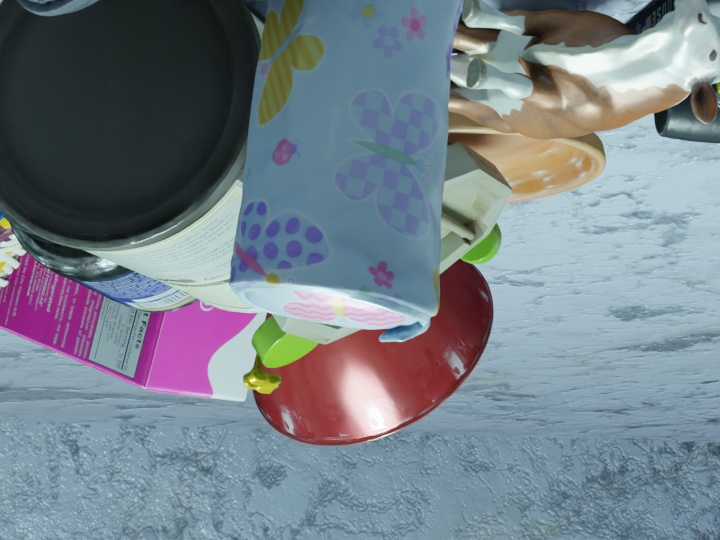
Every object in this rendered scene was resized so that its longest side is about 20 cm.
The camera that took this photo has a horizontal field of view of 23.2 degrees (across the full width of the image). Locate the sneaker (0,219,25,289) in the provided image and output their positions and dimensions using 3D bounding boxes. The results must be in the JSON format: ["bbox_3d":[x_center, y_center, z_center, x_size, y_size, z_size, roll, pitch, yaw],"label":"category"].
[{"bbox_3d":[-0.260,-0.020,1.252,0.199,0.091,0.075,-10,166,42],"label":"sneaker"}]

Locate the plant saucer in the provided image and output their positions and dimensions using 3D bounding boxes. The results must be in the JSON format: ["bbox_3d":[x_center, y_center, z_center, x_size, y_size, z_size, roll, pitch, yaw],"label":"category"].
[{"bbox_3d":[0.055,-0.079,1.113,0.199,0.038,0.200,-1,170,0],"label":"plant saucer"}]

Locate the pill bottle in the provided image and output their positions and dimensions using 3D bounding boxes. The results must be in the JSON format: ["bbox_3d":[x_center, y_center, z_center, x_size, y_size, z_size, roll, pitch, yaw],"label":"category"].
[{"bbox_3d":[-0.152,-0.043,1.087,0.111,0.113,0.200,-3,169,11],"label":"pill bottle"}]

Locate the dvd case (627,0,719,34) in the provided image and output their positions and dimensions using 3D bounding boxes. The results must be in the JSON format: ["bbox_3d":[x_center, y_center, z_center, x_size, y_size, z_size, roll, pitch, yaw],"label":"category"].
[{"bbox_3d":[0.218,-0.121,0.932,0.149,0.025,0.200,2,168,-14],"label":"dvd case"}]

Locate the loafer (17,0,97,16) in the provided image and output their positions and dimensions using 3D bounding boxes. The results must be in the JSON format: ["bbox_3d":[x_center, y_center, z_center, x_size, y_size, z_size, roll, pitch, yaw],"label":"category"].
[{"bbox_3d":[-0.070,-0.147,0.711,0.063,0.072,0.199,-17,-170,-43],"label":"loafer"}]

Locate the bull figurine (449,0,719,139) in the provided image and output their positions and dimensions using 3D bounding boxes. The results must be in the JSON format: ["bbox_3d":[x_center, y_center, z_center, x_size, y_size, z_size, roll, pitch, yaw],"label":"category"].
[{"bbox_3d":[0.093,-0.102,0.876,0.121,0.066,0.200,10,174,-23],"label":"bull figurine"}]

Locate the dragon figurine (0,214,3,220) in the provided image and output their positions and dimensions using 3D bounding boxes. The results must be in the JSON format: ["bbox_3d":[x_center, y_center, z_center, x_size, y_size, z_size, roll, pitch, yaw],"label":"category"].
[{"bbox_3d":[-0.254,-0.064,1.110,0.099,0.059,0.200,4,169,-24],"label":"dragon figurine"}]

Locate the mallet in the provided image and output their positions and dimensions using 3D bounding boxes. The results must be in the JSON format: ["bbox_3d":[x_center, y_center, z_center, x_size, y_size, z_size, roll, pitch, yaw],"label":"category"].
[{"bbox_3d":[0.206,-0.108,0.856,0.065,0.041,0.200,4,164,-12],"label":"mallet"}]

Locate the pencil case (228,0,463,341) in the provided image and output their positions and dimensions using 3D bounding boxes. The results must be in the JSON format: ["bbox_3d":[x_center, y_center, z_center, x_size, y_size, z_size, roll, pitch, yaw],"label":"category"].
[{"bbox_3d":[0.001,-0.075,0.711,0.090,0.201,0.083,17,167,-37],"label":"pencil case"}]

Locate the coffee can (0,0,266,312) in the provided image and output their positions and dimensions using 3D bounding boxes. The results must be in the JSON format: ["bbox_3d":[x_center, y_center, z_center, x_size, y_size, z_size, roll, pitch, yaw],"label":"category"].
[{"bbox_3d":[-0.085,-0.064,0.883,0.145,0.147,0.200,-4,169,16],"label":"coffee can"}]

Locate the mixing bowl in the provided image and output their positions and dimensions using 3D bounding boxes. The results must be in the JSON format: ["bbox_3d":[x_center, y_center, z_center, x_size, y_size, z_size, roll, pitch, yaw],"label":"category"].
[{"bbox_3d":[-0.012,0.020,1.303,0.199,0.201,0.109,-6,136,26],"label":"mixing bowl"}]

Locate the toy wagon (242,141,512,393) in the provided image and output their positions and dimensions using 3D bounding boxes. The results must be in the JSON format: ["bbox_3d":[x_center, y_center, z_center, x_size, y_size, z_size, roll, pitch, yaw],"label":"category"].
[{"bbox_3d":[0.000,0.000,1.064,0.200,0.040,0.155,-39,158,13],"label":"toy wagon"}]

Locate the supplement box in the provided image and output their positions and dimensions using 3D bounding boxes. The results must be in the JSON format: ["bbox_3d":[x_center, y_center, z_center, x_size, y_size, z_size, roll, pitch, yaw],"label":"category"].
[{"bbox_3d":[-0.171,0.020,1.281,0.199,0.104,0.101,19,-176,41],"label":"supplement box"}]
